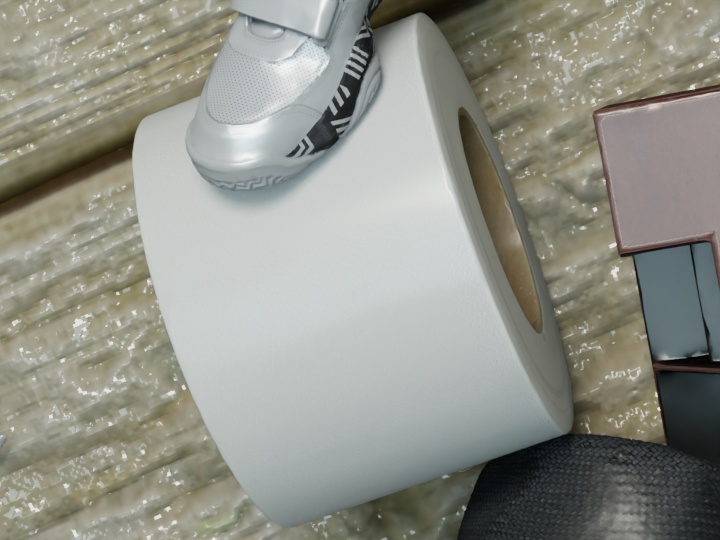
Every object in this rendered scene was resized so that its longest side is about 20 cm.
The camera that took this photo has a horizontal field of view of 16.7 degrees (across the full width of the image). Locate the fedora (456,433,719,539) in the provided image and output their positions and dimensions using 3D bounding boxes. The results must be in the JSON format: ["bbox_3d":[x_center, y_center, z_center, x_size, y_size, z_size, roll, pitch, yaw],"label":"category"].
[{"bbox_3d":[0.113,0.126,1.129,0.200,0.201,0.092,4,79,9],"label":"fedora"}]

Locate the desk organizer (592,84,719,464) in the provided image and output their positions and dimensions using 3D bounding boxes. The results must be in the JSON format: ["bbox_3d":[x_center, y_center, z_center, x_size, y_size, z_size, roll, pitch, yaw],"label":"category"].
[{"bbox_3d":[0.167,0.013,1.153,0.077,0.072,0.201,-10,94,12],"label":"desk organizer"}]

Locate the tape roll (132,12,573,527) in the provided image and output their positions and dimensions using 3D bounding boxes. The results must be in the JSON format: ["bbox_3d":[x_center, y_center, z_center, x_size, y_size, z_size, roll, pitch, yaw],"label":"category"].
[{"bbox_3d":[0.000,0.000,1.112,0.139,0.203,0.204,-20,93,11],"label":"tape roll"}]

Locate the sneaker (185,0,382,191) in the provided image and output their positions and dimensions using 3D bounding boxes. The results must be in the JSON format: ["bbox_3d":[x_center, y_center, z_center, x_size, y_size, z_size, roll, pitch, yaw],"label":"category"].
[{"bbox_3d":[-0.027,-0.137,1.015,0.075,0.115,0.200,18,68,36],"label":"sneaker"}]

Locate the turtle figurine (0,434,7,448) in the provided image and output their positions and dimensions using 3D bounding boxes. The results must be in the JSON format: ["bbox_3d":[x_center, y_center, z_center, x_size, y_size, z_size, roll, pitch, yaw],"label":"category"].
[{"bbox_3d":[-0.323,0.099,1.206,0.200,0.144,0.194,39,104,7],"label":"turtle figurine"}]
